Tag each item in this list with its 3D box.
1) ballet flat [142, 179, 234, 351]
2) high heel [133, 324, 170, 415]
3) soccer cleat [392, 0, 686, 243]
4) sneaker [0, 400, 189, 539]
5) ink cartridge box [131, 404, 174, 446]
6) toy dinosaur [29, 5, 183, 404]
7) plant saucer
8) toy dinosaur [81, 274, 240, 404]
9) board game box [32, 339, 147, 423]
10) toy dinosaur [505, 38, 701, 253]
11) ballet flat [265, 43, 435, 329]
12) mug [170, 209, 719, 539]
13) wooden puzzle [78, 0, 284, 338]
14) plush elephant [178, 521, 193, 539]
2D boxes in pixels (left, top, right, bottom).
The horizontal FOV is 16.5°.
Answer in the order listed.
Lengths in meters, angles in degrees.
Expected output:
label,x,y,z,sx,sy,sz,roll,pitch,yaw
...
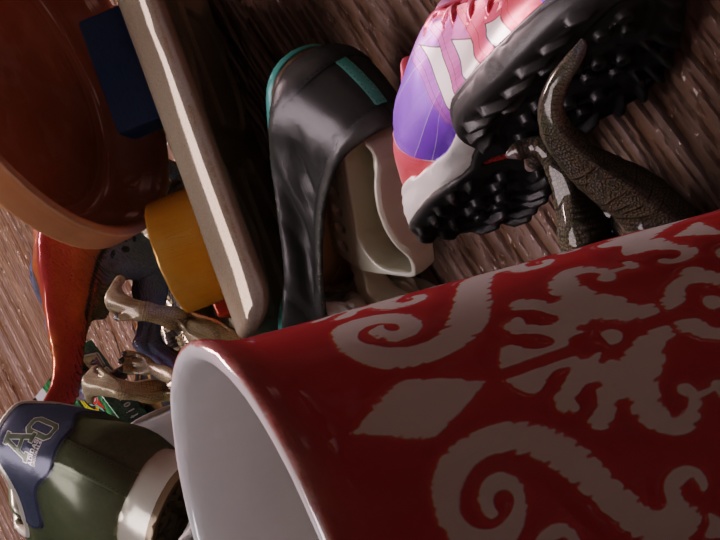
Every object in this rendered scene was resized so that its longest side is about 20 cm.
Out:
label,x,y,z,sx,sy,sz,roll,pitch,yaw
ballet flat,-0.067,0.028,1.256,0.075,0.068,0.200,-53,53,42
high heel,-0.113,0.106,1.420,0.143,0.071,0.200,62,144,9
soccer cleat,0.049,-0.072,0.816,0.200,0.068,0.073,123,134,-69
sneaker,-0.103,0.099,1.047,0.090,0.067,0.200,24,165,11
ink cartridge box,-0.053,0.183,1.201,0.200,0.047,0.160,56,155,28
toy dinosaur,-0.124,-0.035,1.200,0.200,0.105,0.182,-39,-68,-69
plant saucer,-0.159,-0.098,1.110,0.200,0.032,0.200,49,-156,-30
toy dinosaur,-0.069,0.041,1.108,0.200,0.101,0.058,-27,-53,-80
board game box,-0.118,0.145,1.373,0.200,0.023,0.105,51,131,11
toy dinosaur,0.093,0.011,0.782,0.102,0.077,0.200,39,140,38
ballet flat,0.000,0.000,1.016,0.068,0.068,0.200,32,146,36
mug,0.061,0.058,0.683,0.178,0.200,0.134,126,124,-69
wooden puzzle,-0.075,-0.051,1.122,0.200,0.046,0.185,37,-147,-82
plush elephant,-0.011,0.153,0.990,0.200,0.155,0.165,38,144,31
